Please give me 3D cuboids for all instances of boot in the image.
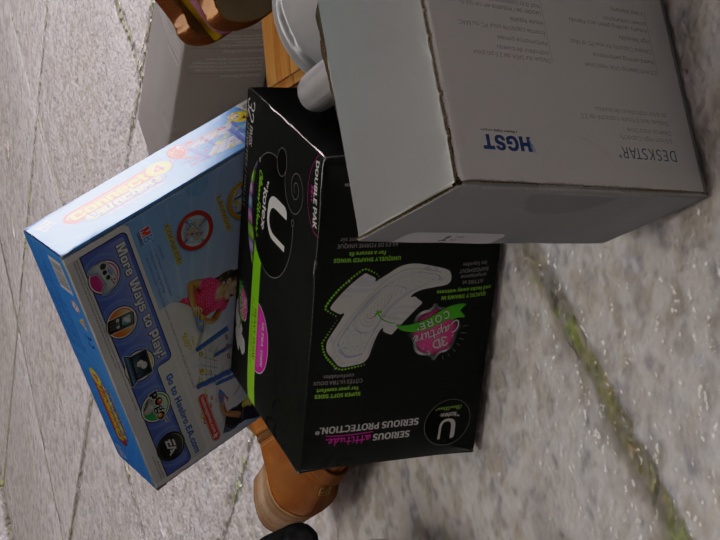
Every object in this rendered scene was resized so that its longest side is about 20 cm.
[{"bbox_3d":[-0.049,0.090,1.131,0.155,0.073,0.201,-53,48,51],"label":"boot"}]

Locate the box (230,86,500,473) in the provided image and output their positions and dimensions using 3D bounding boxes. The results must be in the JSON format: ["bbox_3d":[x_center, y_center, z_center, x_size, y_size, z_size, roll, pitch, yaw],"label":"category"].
[{"bbox_3d":[0.000,0.000,0.907,0.149,0.123,0.201,-135,46,-59],"label":"box"}]

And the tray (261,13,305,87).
[{"bbox_3d":[-0.051,-0.239,1.104,0.099,0.037,0.202,167,98,-68],"label":"tray"}]

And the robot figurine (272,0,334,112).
[{"bbox_3d":[0.016,-0.169,0.847,0.170,0.113,0.200,-58,13,-20],"label":"robot figurine"}]

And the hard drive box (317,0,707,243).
[{"bbox_3d":[0.063,-0.119,0.670,0.077,0.155,0.202,-27,68,50],"label":"hard drive box"}]

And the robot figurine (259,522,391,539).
[{"bbox_3d":[-0.007,0.250,0.965,0.200,0.149,0.126,134,151,-62],"label":"robot figurine"}]

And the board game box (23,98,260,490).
[{"bbox_3d":[-0.102,0.012,0.984,0.056,0.195,0.201,29,143,45],"label":"board game box"}]

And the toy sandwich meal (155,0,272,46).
[{"bbox_3d":[-0.133,-0.257,1.024,0.070,0.204,0.206,-38,56,36],"label":"toy sandwich meal"}]

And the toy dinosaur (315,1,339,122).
[{"bbox_3d":[0.015,-0.091,0.734,0.077,0.199,0.103,-46,29,24],"label":"toy dinosaur"}]

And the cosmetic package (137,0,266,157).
[{"bbox_3d":[-0.137,-0.178,1.268,0.201,0.090,0.107,105,151,-45],"label":"cosmetic package"}]
